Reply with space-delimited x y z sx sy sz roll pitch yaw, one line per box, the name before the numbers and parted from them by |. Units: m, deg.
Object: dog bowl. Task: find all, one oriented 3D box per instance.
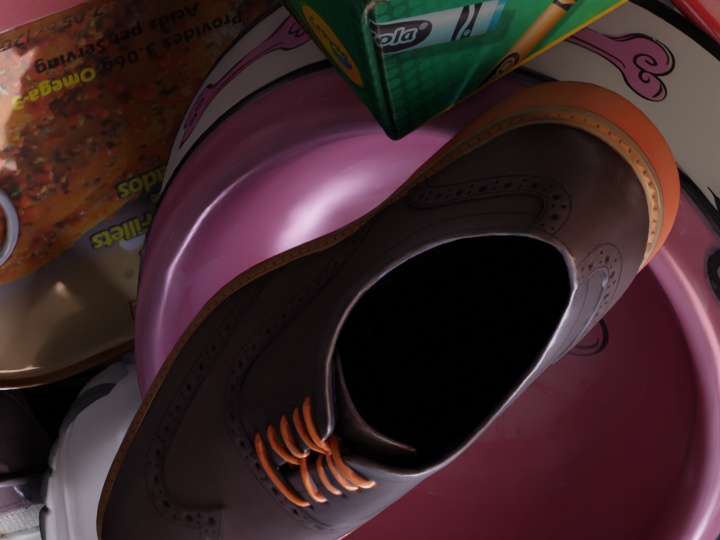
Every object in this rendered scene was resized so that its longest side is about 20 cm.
dog bowl | 0.027 0.018 0.775 0.074 0.200 0.201 -55 158 -58

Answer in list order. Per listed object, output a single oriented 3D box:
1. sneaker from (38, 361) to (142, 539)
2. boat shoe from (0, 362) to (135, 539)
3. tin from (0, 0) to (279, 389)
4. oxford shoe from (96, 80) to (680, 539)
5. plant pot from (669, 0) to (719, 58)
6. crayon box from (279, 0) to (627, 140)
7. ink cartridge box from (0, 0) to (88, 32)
sneaker | -0.029 0.112 0.867 0.075 0.087 0.200 -46 123 -36
boat shoe | -0.123 0.055 0.870 0.200 0.072 0.065 2 110 -45
tin | -0.063 -0.038 0.837 0.199 0.042 0.112 -22 115 -10
oxford shoe | -0.008 0.030 0.707 0.200 0.071 0.073 -44 -175 31
plant pot | 0.117 -0.122 0.861 0.183 0.200 0.201 -47 139 -14
crayon box | 0.055 -0.135 0.729 0.200 0.119 0.058 -32 148 -12
ink cartridge box | -0.096 -0.166 0.731 0.116 0.067 0.200 -24 133 -27
